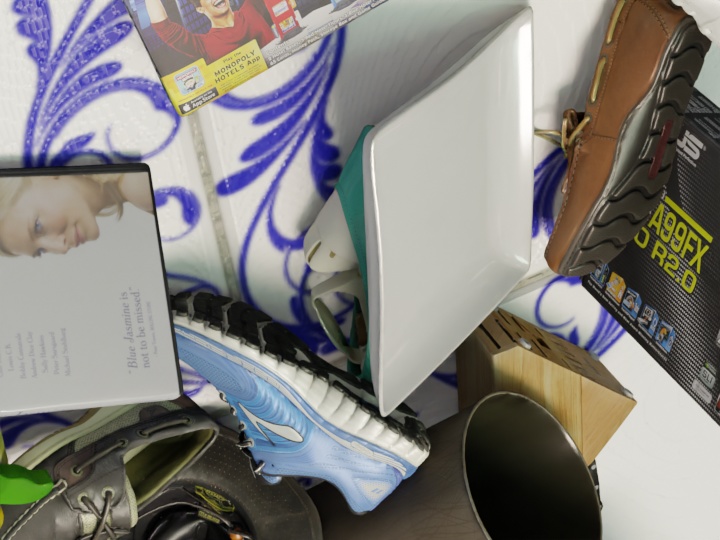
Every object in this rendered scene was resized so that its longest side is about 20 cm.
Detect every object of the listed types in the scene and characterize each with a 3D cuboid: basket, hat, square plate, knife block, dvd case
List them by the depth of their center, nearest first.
[{"bbox_3d":[-0.203,0.012,1.146,0.199,0.018,0.143,-4,80,-29],"label":"dvd case"},{"bbox_3d":[0.053,-0.041,1.255,0.200,0.028,0.199,-42,140,-45],"label":"square plate"},{"bbox_3d":[-0.123,0.203,1.324,0.200,0.201,0.081,-22,166,-15],"label":"hat"},{"bbox_3d":[0.035,0.180,1.354,0.200,0.136,0.180,-26,168,27],"label":"basket"},{"bbox_3d":[0.104,0.129,1.446,0.200,0.064,0.176,26,106,-40],"label":"knife block"}]

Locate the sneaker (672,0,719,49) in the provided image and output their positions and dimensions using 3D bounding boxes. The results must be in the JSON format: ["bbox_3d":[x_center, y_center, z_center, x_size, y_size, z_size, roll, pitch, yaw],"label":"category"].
[{"bbox_3d":[0.195,-0.184,1.207,0.088,0.075,0.200,-25,131,6],"label":"sneaker"}]

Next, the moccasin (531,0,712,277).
[{"bbox_3d":[0.163,-0.090,1.322,0.074,0.078,0.202,-12,125,-43],"label":"moccasin"}]

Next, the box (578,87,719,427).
[{"bbox_3d":[0.235,-0.007,1.332,0.044,0.200,0.161,-3,124,-30],"label":"box"}]

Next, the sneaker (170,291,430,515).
[{"bbox_3d":[-0.059,0.088,1.260,0.200,0.079,0.089,34,103,-2],"label":"sneaker"}]

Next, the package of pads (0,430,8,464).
[{"bbox_3d":[-0.290,0.112,1.199,0.154,0.068,0.200,-18,130,-17],"label":"package of pads"}]

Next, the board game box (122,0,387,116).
[{"bbox_3d":[-0.058,-0.217,1.100,0.200,0.062,0.200,-30,132,-8],"label":"board game box"}]

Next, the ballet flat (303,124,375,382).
[{"bbox_3d":[0.000,0.000,1.293,0.070,0.067,0.200,-14,128,-4],"label":"ballet flat"}]

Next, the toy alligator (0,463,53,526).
[{"bbox_3d":[-0.271,0.127,1.133,0.199,0.059,0.054,-11,128,-22],"label":"toy alligator"}]

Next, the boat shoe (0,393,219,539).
[{"bbox_3d":[-0.163,0.134,1.234,0.201,0.066,0.072,-42,145,-42],"label":"boat shoe"}]
